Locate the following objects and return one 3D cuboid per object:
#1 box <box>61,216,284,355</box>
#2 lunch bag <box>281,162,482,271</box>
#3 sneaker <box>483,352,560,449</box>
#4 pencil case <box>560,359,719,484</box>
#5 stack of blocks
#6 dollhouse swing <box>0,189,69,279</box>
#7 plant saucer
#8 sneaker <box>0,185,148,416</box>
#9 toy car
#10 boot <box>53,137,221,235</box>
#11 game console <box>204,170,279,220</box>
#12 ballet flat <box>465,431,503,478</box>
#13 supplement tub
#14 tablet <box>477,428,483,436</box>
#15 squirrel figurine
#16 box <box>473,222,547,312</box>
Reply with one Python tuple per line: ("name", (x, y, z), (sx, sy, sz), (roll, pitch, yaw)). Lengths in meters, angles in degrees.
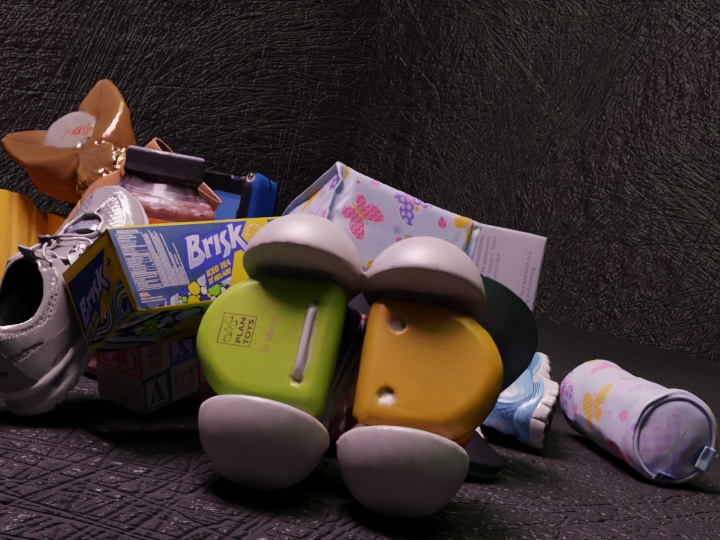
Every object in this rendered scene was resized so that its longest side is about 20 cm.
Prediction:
("box", (-0.108, 0.006, 0.728), (0.198, 0.065, 0.070), (-6, -23, -49))
("lunch bag", (0.000, 0.000, 1.006), (0.167, 0.129, 0.199), (22, -21, -20))
("sneaker", (0.141, 0.114, 0.993), (0.089, 0.080, 0.200), (17, 2, 2))
("pencil case", (0.264, 0.141, 0.962), (0.089, 0.085, 0.200), (16, 1, -11))
("stack of blocks", (-0.127, 0.053, 0.839), (0.058, 0.117, 0.199), (11, 21, 35))
("dollhouse swing", (-0.353, -0.015, 0.984), (0.198, 0.185, 0.174), (9, -18, -43))
("plant saucer", (0.046, 0.075, 0.806), (0.197, 0.039, 0.203), (1, -41, 1))
("sneaker", (-0.210, 0.001, 0.716), (0.074, 0.202, 0.083), (-8, -47, 21))
("toy car", (-0.009, 0.072, 0.664), (0.196, 0.178, 0.151), (10, -27, 2))
("boot", (-0.189, -0.014, 0.981), (0.200, 0.154, 0.074), (46, 8, -16))
("game console", (-0.166, -0.010, 1.086), (0.116, 0.204, 0.171), (11, 0, 6))
("ballet flat", (0.019, 0.110, 0.767), (0.196, 0.074, 0.073), (11, 2, -3))
("supplement tub", (-0.189, -0.006, 0.895), (0.105, 0.204, 0.107), (10, 3, -1))
("tablet", (0.049, 0.138, 0.914), (0.128, 0.014, 0.200), (11, 2, 2))
("squirrel figurine", (-0.275, -0.081, 1.129), (0.200, 0.141, 0.188), (39, -21, 37))
("box", (0.117, 0.041, 1.212), (0.128, 0.203, 0.200), (10, 2, -12))
